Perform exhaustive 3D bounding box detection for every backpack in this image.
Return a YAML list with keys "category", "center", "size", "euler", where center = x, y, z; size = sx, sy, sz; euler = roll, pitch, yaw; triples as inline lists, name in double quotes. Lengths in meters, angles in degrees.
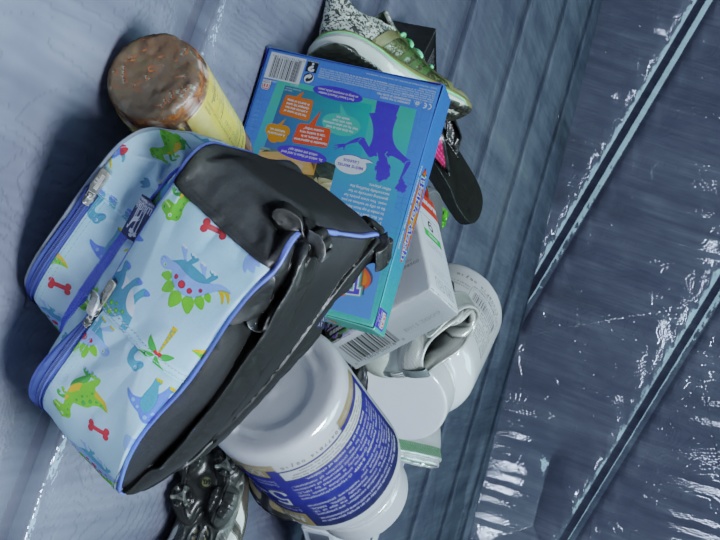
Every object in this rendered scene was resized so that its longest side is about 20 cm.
- category: "backpack"
  center: [-0.106, 0.019, 0.749]
  size: [0.200, 0.147, 0.183]
  euler: [-54, 167, 11]

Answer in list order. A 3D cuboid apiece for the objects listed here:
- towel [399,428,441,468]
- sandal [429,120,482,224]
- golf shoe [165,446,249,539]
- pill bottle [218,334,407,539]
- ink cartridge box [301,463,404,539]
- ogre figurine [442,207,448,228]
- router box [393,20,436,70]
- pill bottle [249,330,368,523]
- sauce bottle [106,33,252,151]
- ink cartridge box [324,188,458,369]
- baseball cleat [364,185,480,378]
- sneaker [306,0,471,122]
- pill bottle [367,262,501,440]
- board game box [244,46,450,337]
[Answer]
- category: "towel"
  center: [0.026, 0.107, 1.353]
  size: [0.149, 0.031, 0.201]
  euler: [20, 57, -42]
- category: "sandal"
  center: [0.080, -0.133, 1.255]
  size: [0.200, 0.045, 0.075]
  euler: [53, 45, -27]
- category: "golf shoe"
  center: [-0.133, 0.244, 1.043]
  size: [0.095, 0.077, 0.201]
  euler: [62, 45, -70]
- category: "pill bottle"
  center: [-0.034, 0.144, 1.038]
  size: [0.200, 0.119, 0.120]
  euler: [57, 47, -49]
- category: "ink cartridge box"
  center: [-0.003, 0.247, 1.403]
  size: [0.200, 0.043, 0.199]
  euler: [79, 27, -52]
- category: "ogre figurine"
  center: [0.000, 0.000, 1.244]
  size: [0.098, 0.200, 0.120]
  euler: [65, 12, 24]
- category: "router box"
  center: [0.028, -0.139, 1.331]
  size: [0.158, 0.052, 0.200]
  euler: [86, 23, -50]
- category: "pill bottle"
  center: [-0.050, 0.132, 1.177]
  size: [0.112, 0.111, 0.201]
  euler: [-57, 157, -51]
- category: "sauce bottle"
  center: [-0.109, -0.086, 0.842]
  size: [0.200, 0.066, 0.066]
  euler: [68, 38, -69]
- category: "ink cartridge box"
  center: [0.014, -0.023, 1.114]
  size: [0.050, 0.109, 0.201]
  euler: [41, 29, -42]
- category: "baseball cleat"
  center: [0.067, 0.011, 1.144]
  size: [0.070, 0.106, 0.201]
  euler: [50, 49, -51]
- category: "sneaker"
  center: [0.034, -0.195, 1.149]
  size: [0.200, 0.077, 0.089]
  euler: [23, 63, -44]
- category: "pill bottle"
  center: [0.069, 0.082, 1.275]
  size: [0.200, 0.114, 0.115]
  euler: [-54, 154, -59]
- category: "board game box"
  center: [-0.028, -0.063, 0.993]
  size: [0.045, 0.152, 0.201]
  euler: [45, 61, -74]
